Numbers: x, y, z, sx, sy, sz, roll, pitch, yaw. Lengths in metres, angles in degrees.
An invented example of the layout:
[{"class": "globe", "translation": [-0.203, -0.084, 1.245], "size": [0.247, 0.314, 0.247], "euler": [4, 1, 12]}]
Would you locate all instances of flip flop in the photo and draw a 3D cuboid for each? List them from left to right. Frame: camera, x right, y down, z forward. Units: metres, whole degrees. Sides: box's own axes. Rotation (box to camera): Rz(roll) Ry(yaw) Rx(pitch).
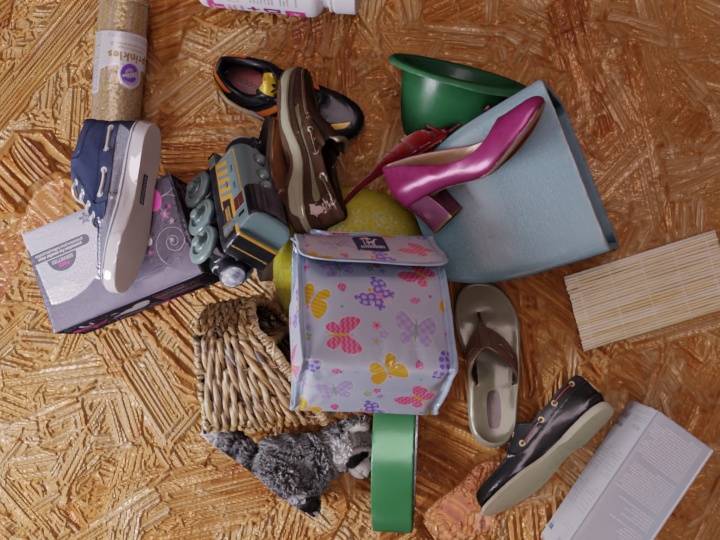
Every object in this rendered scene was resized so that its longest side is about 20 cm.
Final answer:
[{"class": "flip flop", "translation": [0.156, 0.113, 1.282], "size": [0.080, 0.058, 0.204], "euler": [-2, 86, 4]}]

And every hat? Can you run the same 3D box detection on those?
[{"class": "hat", "translation": [0.087, -0.156, 1.281], "size": [0.197, 0.166, 0.179], "euler": [11, 108, -6]}]

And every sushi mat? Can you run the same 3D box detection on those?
[{"class": "sushi mat", "translation": [0.354, 0.025, 1.295], "size": [0.197, 0.012, 0.097], "euler": [-17, 85, 3]}]

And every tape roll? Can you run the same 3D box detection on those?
[{"class": "tape roll", "translation": [0.042, 0.196, 1.215], "size": [0.047, 0.200, 0.204], "euler": [1, 87, 4]}]

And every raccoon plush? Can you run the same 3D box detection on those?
[{"class": "raccoon plush", "translation": [-0.075, 0.197, 1.264], "size": [0.199, 0.097, 0.135], "euler": [36, 84, -12]}]

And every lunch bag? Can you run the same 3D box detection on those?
[{"class": "lunch bag", "translation": [0.007, 0.040, 1.121], "size": [0.167, 0.128, 0.202], "euler": [5, 52, -8]}]

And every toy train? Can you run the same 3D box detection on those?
[{"class": "toy train", "translation": [-0.140, -0.071, 1.218], "size": [0.085, 0.201, 0.114], "euler": [31, 117, -33]}]

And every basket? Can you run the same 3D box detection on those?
[{"class": "basket", "translation": [-0.102, 0.099, 1.230], "size": [0.146, 0.200, 0.145], "euler": [-6, 92, 5]}]

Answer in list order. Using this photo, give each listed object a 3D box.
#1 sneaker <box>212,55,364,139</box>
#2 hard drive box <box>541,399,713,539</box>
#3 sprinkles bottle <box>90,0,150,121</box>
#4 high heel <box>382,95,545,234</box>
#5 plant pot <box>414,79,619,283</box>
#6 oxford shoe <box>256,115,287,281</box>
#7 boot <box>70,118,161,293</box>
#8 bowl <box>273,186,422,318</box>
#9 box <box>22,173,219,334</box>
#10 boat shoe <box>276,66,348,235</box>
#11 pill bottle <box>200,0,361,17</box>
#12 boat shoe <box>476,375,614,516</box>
[{"class": "sneaker", "translation": [-0.092, -0.211, 1.305], "size": [0.197, 0.090, 0.071], "euler": [21, 88, 6]}, {"class": "hard drive box", "translation": [0.299, 0.257, 1.215], "size": [0.076, 0.156, 0.201], "euler": [35, 90, 4]}, {"class": "sprinkles bottle", "translation": [-0.305, -0.244, 1.335], "size": [0.067, 0.068, 0.204], "euler": [3, 86, 5]}, {"class": "high heel", "translation": [0.105, -0.133, 1.120], "size": [0.096, 0.067, 0.200], "euler": [46, 120, 5]}, {"class": "plant pot", "translation": [0.170, -0.078, 1.234], "size": [0.198, 0.196, 0.198], "euler": [-23, 85, 17]}, {"class": "oxford shoe", "translation": [-0.096, -0.090, 1.314], "size": [0.070, 0.071, 0.204], "euler": [-3, 98, -15]}, {"class": "boot", "translation": [-0.291, -0.076, 1.217], "size": [0.089, 0.073, 0.203], "euler": [6, 75, 13]}, {"class": "bowl", "translation": [0.000, 0.000, 1.252], "size": [0.197, 0.108, 0.204], "euler": [0, 92, -11]}, {"class": "box", "translation": [-0.288, -0.018, 1.296], "size": [0.197, 0.115, 0.134], "euler": [-21, 85, 2]}, {"class": "boat shoe", "translation": [-0.047, -0.143, 1.225], "size": [0.074, 0.075, 0.206], "euler": [-11, 76, 17]}, {"class": "pill bottle", "translation": [-0.097, -0.374, 1.304], "size": [0.196, 0.113, 0.115], "euler": [7, 87, 5]}, {"class": "boat shoe", "translation": [0.211, 0.212, 1.272], "size": [0.201, 0.074, 0.063], "euler": [-46, 58, 7]}]
